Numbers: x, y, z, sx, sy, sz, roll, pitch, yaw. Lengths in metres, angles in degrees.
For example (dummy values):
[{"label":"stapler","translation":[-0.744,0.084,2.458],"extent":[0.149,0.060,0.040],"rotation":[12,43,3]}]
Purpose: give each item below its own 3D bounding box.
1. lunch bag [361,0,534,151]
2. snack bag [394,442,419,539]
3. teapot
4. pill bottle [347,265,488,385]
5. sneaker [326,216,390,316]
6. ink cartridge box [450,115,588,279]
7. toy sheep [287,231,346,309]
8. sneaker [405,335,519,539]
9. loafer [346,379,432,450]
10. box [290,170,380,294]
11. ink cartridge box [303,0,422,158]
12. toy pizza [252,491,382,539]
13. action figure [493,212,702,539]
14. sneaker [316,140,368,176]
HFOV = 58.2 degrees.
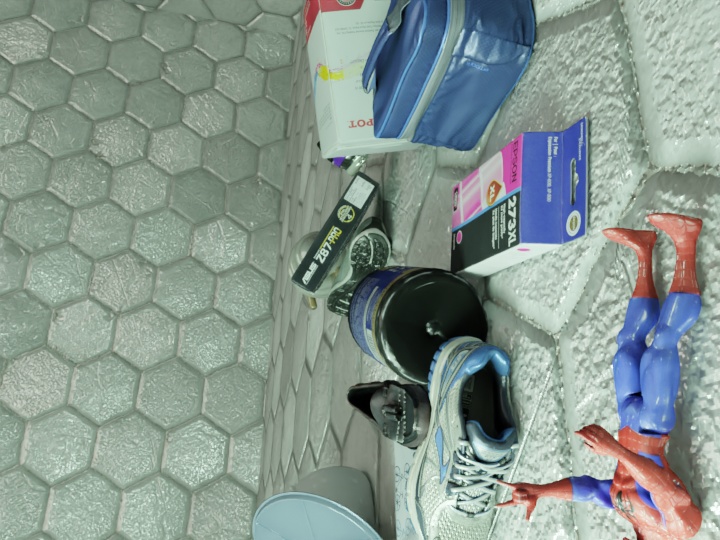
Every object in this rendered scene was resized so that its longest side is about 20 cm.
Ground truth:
[{"label":"lunch bag","translation":[0.075,-0.221,0.673],"extent":[0.200,0.132,0.136],"rotation":[118,155,-58]},{"label":"snack bag","translation":[0.072,0.225,0.701],"extent":[0.200,0.021,0.189],"rotation":[123,152,-63]},{"label":"teapot","translation":[-0.067,0.382,0.955],"extent":[0.197,0.145,0.201],"rotation":[-122,41,-70]},{"label":"pill bottle","translation":[0.048,0.051,0.694],"extent":[0.200,0.111,0.112],"rotation":[-172,89,-77]},{"label":"sneaker","translation":[0.000,0.000,1.054],"extent":[0.080,0.074,0.201],"rotation":[-84,15,-51]},{"label":"ink cartridge box","translation":[0.130,-0.055,0.566],"extent":[0.200,0.037,0.095],"rotation":[148,128,-72]},{"label":"toy sheep","translation":[-0.080,-0.008,1.267],"extent":[0.200,0.137,0.138],"rotation":[111,162,-59]},{"label":"sneaker","translation":[0.090,0.153,0.544],"extent":[0.085,0.077,0.201],"rotation":[154,121,-70]},{"label":"loafer","translation":[0.031,0.159,0.733],"extent":[0.200,0.063,0.072],"rotation":[161,116,-77]},{"label":"box","translation":[-0.038,-0.061,1.060],"extent":[0.201,0.049,0.161],"rotation":[-59,0,3]},{"label":"ink cartridge box","translation":[0.015,-0.255,0.832],"extent":[0.145,0.145,0.201],"rotation":[-176,79,-78]},{"label":"toy pizza","translation":[-0.045,0.355,0.819],"extent":[0.032,0.199,0.201],"rotation":[-47,-25,-57]},{"label":"action figure","translation":[0.132,0.070,0.353],"extent":[0.065,0.098,0.201],"rotation":[147,127,-75]},{"label":"sneaker","translation":[0.000,-0.256,1.009],"extent":[0.201,0.099,0.070],"rotation":[-59,12,8]}]
